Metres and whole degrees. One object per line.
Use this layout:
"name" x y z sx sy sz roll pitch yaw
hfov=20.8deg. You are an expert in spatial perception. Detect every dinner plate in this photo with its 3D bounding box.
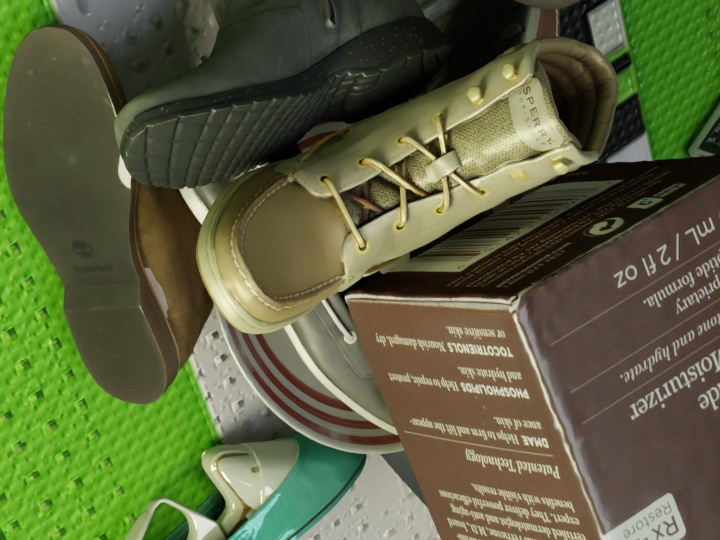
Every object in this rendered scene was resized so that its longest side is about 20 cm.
"dinner plate" 0.000 0.000 1.078 0.199 0.024 0.203 5 82 -34

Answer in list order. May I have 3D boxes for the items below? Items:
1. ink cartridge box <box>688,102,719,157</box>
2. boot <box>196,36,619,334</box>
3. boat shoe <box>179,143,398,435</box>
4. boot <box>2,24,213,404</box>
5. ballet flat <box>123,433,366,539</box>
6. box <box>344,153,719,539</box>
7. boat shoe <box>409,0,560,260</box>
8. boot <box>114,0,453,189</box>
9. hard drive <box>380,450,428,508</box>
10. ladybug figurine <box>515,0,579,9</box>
"ink cartridge box" 0.330 -0.103 1.323 0.199 0.043 0.200 -55 133 -7
"boot" 0.026 -0.044 0.919 0.200 0.155 0.073 -31 97 -53
"boat shoe" -0.015 0.003 1.009 0.057 0.067 0.200 -31 109 27
"boot" -0.123 -0.038 0.986 0.076 0.073 0.202 -48 134 -48
"ballet flat" -0.078 0.141 1.084 0.200 0.067 0.071 -44 115 -18
"box" 0.126 0.066 0.970 0.165 0.164 0.202 -29 103 -26
"boat shoe" 0.080 -0.072 1.092 0.073 0.075 0.202 20 77 -37
"boot" -0.060 -0.123 0.959 0.199 0.131 0.068 -23 161 -35
"hard drive" 0.094 0.094 1.120 0.135 0.200 0.042 -39 163 -19
"ladybug figurine" 0.087 -0.235 1.023 0.136 0.072 0.201 -40 110 -34
